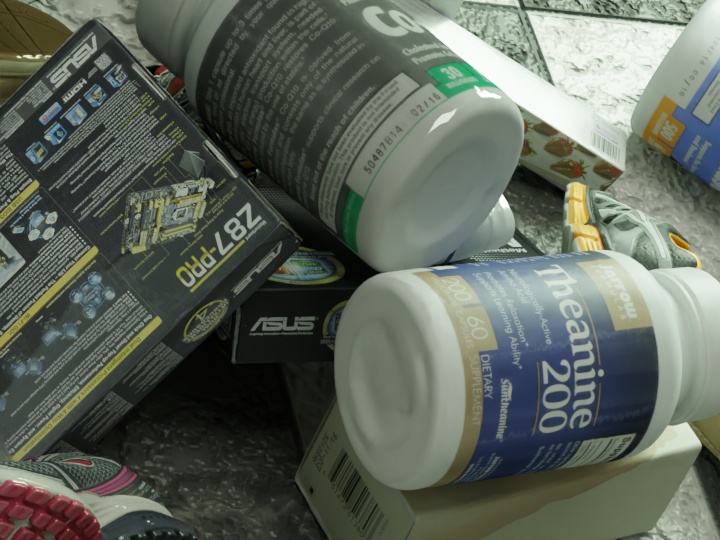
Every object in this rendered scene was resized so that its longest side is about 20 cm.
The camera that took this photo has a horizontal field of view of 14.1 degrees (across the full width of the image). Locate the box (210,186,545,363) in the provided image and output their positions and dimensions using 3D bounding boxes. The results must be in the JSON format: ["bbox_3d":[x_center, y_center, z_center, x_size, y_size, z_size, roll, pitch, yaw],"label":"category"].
[{"bbox_3d":[0.000,0.000,1.618,0.199,0.045,0.160,0,21,-21],"label":"box"}]

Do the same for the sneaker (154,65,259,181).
[{"bbox_3d":[-0.099,-0.075,1.601,0.082,0.078,0.200,18,48,39],"label":"sneaker"}]

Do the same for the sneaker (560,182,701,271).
[{"bbox_3d":[0.153,-0.003,1.687,0.077,0.079,0.200,1,13,2],"label":"sneaker"}]

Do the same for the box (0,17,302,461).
[{"bbox_3d":[-0.155,-0.006,1.511,0.161,0.200,0.049,46,0,22],"label":"box"}]

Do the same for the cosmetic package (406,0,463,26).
[{"bbox_3d":[0.026,-0.211,1.779,0.101,0.201,0.072,18,43,-9],"label":"cosmetic package"}]

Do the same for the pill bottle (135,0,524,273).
[{"bbox_3d":[-0.020,-0.098,1.520,0.113,0.114,0.200,-24,54,-41],"label":"pill bottle"}]

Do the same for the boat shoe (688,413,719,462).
[{"bbox_3d":[0.247,0.108,1.680,0.200,0.072,0.065,37,42,2],"label":"boat shoe"}]

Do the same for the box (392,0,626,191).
[{"bbox_3d":[0.076,-0.110,1.790,0.199,0.039,0.042,30,39,-20],"label":"box"}]

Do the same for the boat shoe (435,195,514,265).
[{"bbox_3d":[0.020,-0.060,1.635,0.065,0.074,0.200,-2,33,-28],"label":"boat shoe"}]

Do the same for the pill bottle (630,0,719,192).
[{"bbox_3d":[0.281,-0.081,1.848,0.200,0.112,0.112,35,43,9],"label":"pill bottle"}]

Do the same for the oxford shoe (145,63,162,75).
[{"bbox_3d":[-0.184,-0.072,1.627,0.070,0.075,0.199,41,43,24],"label":"oxford shoe"}]

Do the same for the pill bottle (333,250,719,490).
[{"bbox_3d":[0.096,0.048,1.512,0.199,0.111,0.111,-6,52,-31],"label":"pill bottle"}]

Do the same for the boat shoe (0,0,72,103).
[{"bbox_3d":[-0.244,-0.110,1.638,0.199,0.065,0.072,-11,45,-45],"label":"boat shoe"}]

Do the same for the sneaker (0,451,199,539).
[{"bbox_3d":[-0.161,0.123,1.422,0.075,0.081,0.200,47,11,28],"label":"sneaker"}]

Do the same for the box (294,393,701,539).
[{"bbox_3d":[0.076,0.105,1.588,0.199,0.078,0.095,-12,54,-35],"label":"box"}]

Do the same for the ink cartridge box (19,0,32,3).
[{"bbox_3d":[-0.244,-0.229,1.774,0.162,0.050,0.200,42,47,14],"label":"ink cartridge box"}]
